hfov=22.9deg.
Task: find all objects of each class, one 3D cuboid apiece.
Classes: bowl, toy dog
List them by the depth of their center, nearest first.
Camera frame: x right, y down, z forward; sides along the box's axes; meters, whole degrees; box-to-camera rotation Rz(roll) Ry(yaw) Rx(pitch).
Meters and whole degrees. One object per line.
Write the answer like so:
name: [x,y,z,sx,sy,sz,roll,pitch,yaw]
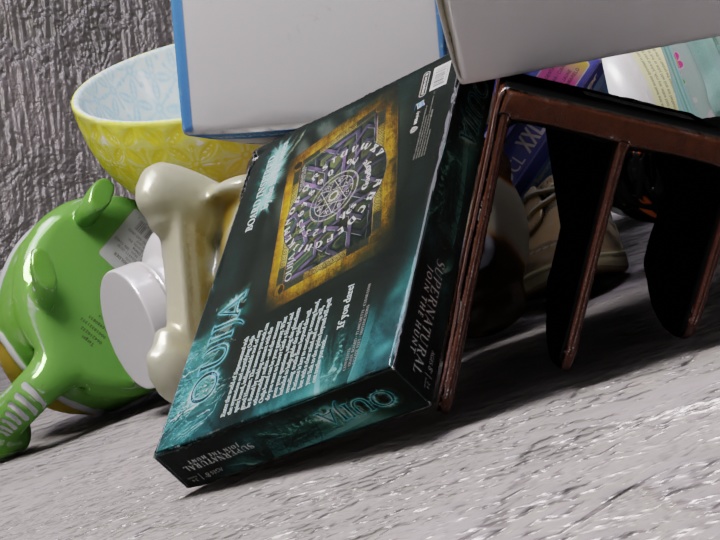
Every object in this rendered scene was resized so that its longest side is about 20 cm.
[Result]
toy dog: [0.000,0.000,0.977,0.199,0.140,0.193,-16,-26,40]
bowl: [-0.090,-0.088,1.229,0.199,0.108,0.200,-10,22,4]

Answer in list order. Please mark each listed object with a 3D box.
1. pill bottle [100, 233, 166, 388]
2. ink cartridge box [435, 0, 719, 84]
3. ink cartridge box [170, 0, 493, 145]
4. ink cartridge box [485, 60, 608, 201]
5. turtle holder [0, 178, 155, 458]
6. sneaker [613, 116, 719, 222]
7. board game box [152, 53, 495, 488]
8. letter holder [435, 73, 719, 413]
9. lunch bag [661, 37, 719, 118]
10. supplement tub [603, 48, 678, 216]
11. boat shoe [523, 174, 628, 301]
pill bottle: [-0.061,0.006,1.138,0.199,0.113,0.112,-20,4,-29]
ink cartridge box: [0.108,-0.159,0.815,0.146,0.083,0.200,-10,20,10]
ink cartridge box: [-0.011,-0.148,0.991,0.144,0.148,0.200,-5,1,11]
ink cartridge box: [0.097,-0.086,1.167,0.137,0.076,0.200,-56,-16,0]
turtle holder: [-0.185,0.046,1.203,0.140,0.186,0.132,18,-32,-28]
sneaker: [0.167,-0.048,0.977,0.089,0.070,0.200,-2,5,9]
board game box: [-0.013,-0.004,0.796,0.135,0.028,0.201,-22,36,34]
letter holder: [0.094,-0.006,0.791,0.100,0.143,0.200,13,9,2]
lunch bag: [0.262,-0.153,1.184,0.160,0.201,0.077,-24,5,-43]
supplement tub: [0.235,-0.126,1.343,0.199,0.146,0.145,-19,4,-13]
boat shoe: [0.119,-0.025,1.060,0.072,0.065,0.200,-17,4,13]
